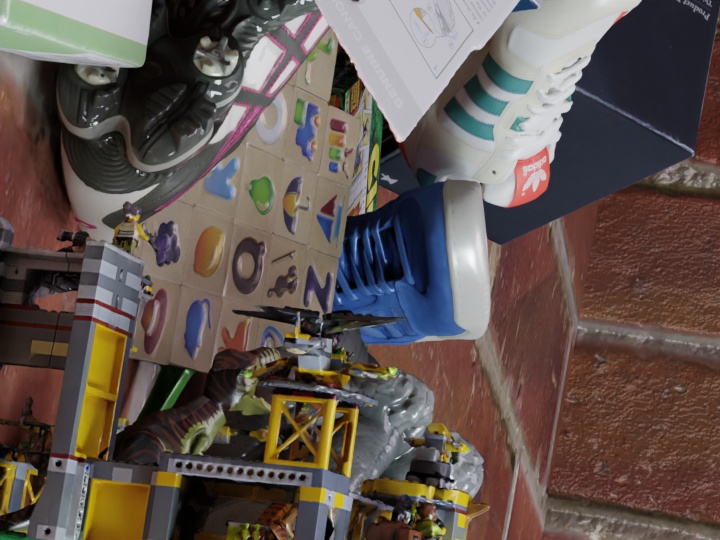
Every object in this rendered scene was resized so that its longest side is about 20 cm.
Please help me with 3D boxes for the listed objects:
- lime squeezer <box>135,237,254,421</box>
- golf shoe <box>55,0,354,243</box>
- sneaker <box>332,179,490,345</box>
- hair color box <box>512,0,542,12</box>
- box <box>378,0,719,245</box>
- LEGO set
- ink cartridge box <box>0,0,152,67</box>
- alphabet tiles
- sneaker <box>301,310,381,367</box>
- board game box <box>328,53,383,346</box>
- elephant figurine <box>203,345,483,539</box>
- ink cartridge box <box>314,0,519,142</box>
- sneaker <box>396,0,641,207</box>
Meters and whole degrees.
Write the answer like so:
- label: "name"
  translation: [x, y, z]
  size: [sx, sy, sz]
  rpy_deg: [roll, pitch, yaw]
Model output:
- label: "lime squeezer"
  translation: [-0.073, 0.009, 0.944]
  size: [0.071, 0.038, 0.201]
  rpy_deg: [57, 43, -73]
- label: "golf shoe"
  translation: [-0.054, -0.095, 0.843]
  size: [0.200, 0.077, 0.088]
  rpy_deg: [-49, 169, -35]
- label: "sneaker"
  translation: [0.000, 0.001, 1.079]
  size: [0.200, 0.111, 0.077]
  rpy_deg: [134, -46, -81]
- label: "hair color box"
  translation: [0.013, -0.201, 0.942]
  size: [0.200, 0.060, 0.100]
  rpy_deg: [37, 59, -44]
- label: "box"
  translation: [0.116, -0.146, 1.339]
  size: [0.200, 0.123, 0.199]
  rpy_deg: [-26, -136, 55]
- label: "LEGO set"
  translation: [-0.052, 0.042, 0.735]
  size: [0.154, 0.199, 0.116]
  rpy_deg: [24, 72, -57]
- label: "ink cartridge box"
  translation: [-0.094, -0.169, 0.684]
  size: [0.146, 0.048, 0.201]
  rpy_deg: [-1, 97, -79]
- label: "alphabet tiles"
  translation: [-0.054, -0.038, 0.934]
  size: [0.200, 0.006, 0.167]
  rpy_deg: [19, 78, -62]
- label: "sneaker"
  translation: [-0.032, 0.112, 0.999]
  size: [0.091, 0.076, 0.200]
  rpy_deg: [50, 53, -23]
- label: "board game box"
  translation: [-0.010, -0.026, 1.278]
  size: [0.105, 0.023, 0.201]
  rpy_deg: [-62, 158, -65]
- label: "elephant figurine"
  translation: [-0.026, 0.134, 0.824]
  size: [0.200, 0.141, 0.155]
  rpy_deg: [-81, -164, -50]
- label: "ink cartridge box"
  translation: [0.001, -0.156, 0.805]
  size: [0.161, 0.050, 0.200]
  rpy_deg: [57, 42, -19]
- label: "sneaker"
  translation: [0.084, -0.086, 1.063]
  size: [0.070, 0.200, 0.094]
  rpy_deg: [-17, 83, -36]
